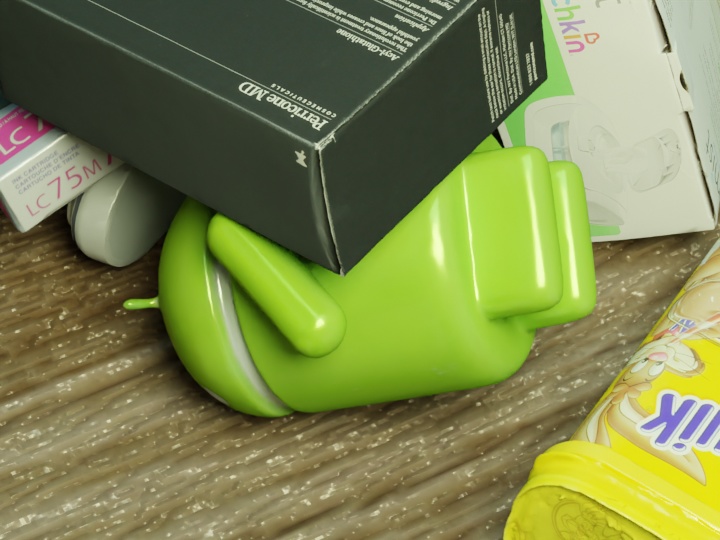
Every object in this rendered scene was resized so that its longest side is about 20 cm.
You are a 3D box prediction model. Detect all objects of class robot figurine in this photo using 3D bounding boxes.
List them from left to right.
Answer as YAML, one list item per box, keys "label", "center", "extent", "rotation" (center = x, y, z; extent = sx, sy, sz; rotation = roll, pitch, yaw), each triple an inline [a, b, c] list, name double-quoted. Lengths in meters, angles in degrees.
- label: "robot figurine"
  center: [0.000, 0.000, 1.175]
  extent: [0.199, 0.175, 0.117]
  rotation: [-10, 82, 23]

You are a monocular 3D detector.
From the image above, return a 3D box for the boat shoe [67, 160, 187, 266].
- label: "boat shoe"
  center: [-0.104, -0.082, 1.283]
  extent: [0.065, 0.072, 0.201]
  rotation: [15, 51, 13]

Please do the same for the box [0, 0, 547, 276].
- label: "box"
  center: [-0.043, -0.102, 1.129]
  extent: [0.199, 0.079, 0.141]
  rotation: [28, 55, 32]

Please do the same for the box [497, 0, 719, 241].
- label: "box"
  center: [0.114, -0.144, 1.275]
  extent: [0.096, 0.201, 0.177]
  rotation: [-4, 48, 19]

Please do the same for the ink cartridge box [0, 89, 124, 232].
- label: "ink cartridge box"
  center: [-0.155, -0.109, 1.260]
  extent: [0.119, 0.042, 0.200]
  rotation: [-35, 41, -10]

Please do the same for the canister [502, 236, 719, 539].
- label: "canister"
  center: [0.174, 0.080, 1.189]
  extent: [0.148, 0.087, 0.200]
  rotation: [30, 51, 14]
